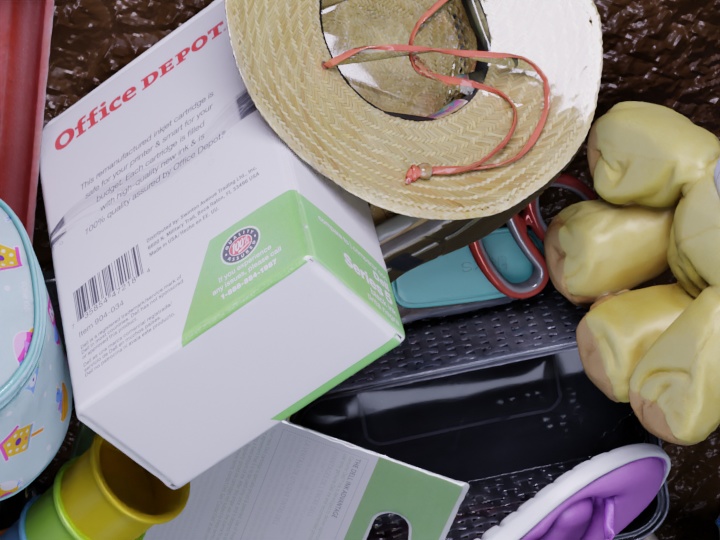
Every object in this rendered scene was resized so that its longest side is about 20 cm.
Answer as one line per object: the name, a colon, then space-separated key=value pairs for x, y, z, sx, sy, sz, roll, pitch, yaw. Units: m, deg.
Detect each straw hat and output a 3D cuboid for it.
straw hat: x=0.016 y=-0.115 z=1.452 sx=0.200 sy=0.203 sz=0.085 roll=5 pitch=171 yaw=-16

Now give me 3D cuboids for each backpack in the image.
backpack: x=-0.243 y=0.039 z=1.440 sx=0.199 sy=0.176 sz=0.154 roll=-10 pitch=137 yaw=-8

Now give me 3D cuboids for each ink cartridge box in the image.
ink cartridge box: x=-0.074 y=-0.018 z=1.454 sx=0.145 sy=0.201 sz=0.084 roll=-33 pitch=132 yaw=19
ink cartridge box: x=-0.054 y=0.112 z=1.563 sx=0.199 sy=0.048 sz=0.146 roll=17 pitch=134 yaw=-5

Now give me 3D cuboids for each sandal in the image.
sandal: x=0.087 y=0.166 z=1.568 sx=0.202 sy=0.050 sz=0.083 roll=-33 pitch=152 yaw=-6
sandal: x=0.024 y=-0.032 z=1.493 sx=0.199 sy=0.054 sz=0.080 roll=-32 pitch=168 yaw=6

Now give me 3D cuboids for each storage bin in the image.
storage bin: x=0.060 y=0.085 z=1.629 sx=0.199 sy=0.094 sz=0.136 roll=-12 pitch=120 yaw=-2

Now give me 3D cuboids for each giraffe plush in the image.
giraffe plush: x=0.214 y=-0.016 z=1.497 sx=0.161 sy=0.173 sz=0.200 roll=-1 pitch=147 yaw=-34

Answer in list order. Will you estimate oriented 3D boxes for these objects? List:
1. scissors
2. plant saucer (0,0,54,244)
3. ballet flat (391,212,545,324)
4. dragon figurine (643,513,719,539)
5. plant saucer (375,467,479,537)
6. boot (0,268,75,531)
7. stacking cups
scissors: x=0.061 y=-0.073 z=1.519 sx=0.073 sy=0.014 sz=0.201 roll=-34 pitch=119 yaw=-4
plant saucer: x=-0.259 y=-0.074 z=1.476 sx=0.198 sy=0.037 sz=0.201 roll=0 pitch=132 yaw=-12
ballet flat: x=0.000 y=0.000 z=1.570 sx=0.199 sy=0.073 sz=0.073 roll=-8 pitch=134 yaw=-18
dragon figurine: x=0.221 y=0.183 z=1.791 sx=0.200 sy=0.100 sz=0.059 roll=41 pitch=117 yaw=-16
plant saucer: x=-0.021 y=0.195 z=1.760 sx=0.198 sy=0.048 sz=0.201 roll=-9 pitch=133 yaw=-4
boot: x=-0.193 y=0.095 z=1.621 sx=0.204 sy=0.073 sz=0.154 roll=-44 pitch=157 yaw=-8
stacking cups: x=-0.169 y=0.146 z=1.557 sx=0.060 sy=0.061 sz=0.200 roll=24 pitch=138 yaw=-29
